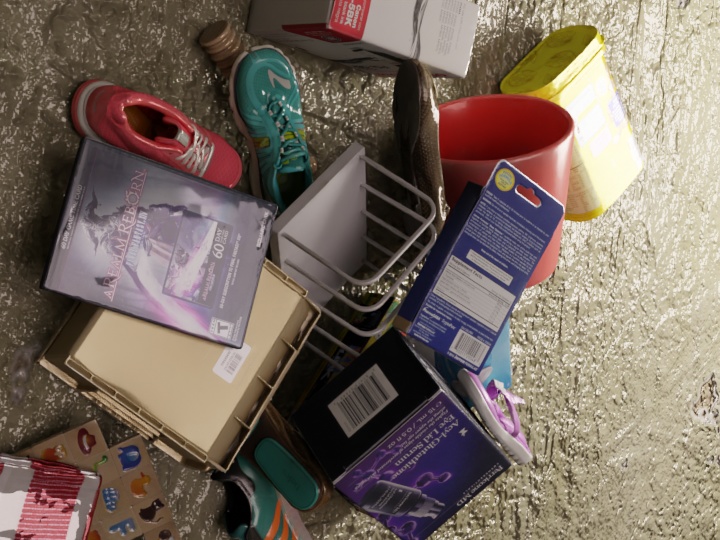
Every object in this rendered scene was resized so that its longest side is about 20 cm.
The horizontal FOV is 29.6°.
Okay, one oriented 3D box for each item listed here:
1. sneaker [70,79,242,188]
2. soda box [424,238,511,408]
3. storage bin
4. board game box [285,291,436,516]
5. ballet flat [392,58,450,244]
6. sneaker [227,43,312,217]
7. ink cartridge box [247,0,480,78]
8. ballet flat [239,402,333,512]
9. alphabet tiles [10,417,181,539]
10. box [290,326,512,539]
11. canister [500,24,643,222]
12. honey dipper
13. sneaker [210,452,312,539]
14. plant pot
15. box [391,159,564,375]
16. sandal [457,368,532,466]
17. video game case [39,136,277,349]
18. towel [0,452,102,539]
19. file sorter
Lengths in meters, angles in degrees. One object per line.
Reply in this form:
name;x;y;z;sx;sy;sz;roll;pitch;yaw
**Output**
sneaker;-0.185;-0.120;1.329;0.199;0.086;0.075;25;81;-40
soda box;0.121;0.053;1.512;0.067;0.064;0.202;-24;130;-22
storage bin;-0.171;0.061;1.328;0.198;0.093;0.201;38;70;-20
board game box;0.017;0.155;1.560;0.165;0.056;0.201;46;67;-34
ballet flat;0.068;-0.124;1.423;0.046;0.067;0.203;-13;114;-18
sneaker;-0.079;-0.135;1.391;0.077;0.080;0.202;-23;124;-15
ink cartridge box;0.004;-0.264;1.430;0.198;0.146;0.084;12;89;-40
ballet flat;-0.098;0.166;1.422;0.068;0.200;0.072;-52;167;20
alphabet tiles;-0.268;0.249;1.323;0.166;0.008;0.202;-23;112;-13
box;0.046;0.178;1.426;0.148;0.105;0.200;-41;139;3
canister;0.270;-0.181;1.709;0.149;0.086;0.201;-45;123;-27
honey dipper;-0.101;-0.175;1.430;0.038;0.038;0.201;-52;129;-22
sneaker;-0.105;0.283;1.468;0.079;0.071;0.202;-28;106;-33
plant pot;0.151;-0.083;1.563;0.199;0.199;0.179;-28;123;-34
box;0.125;-0.005;1.406;0.121;0.032;0.202;31;88;-38
sandal;0.156;0.151;1.505;0.050;0.083;0.203;-35;148;2
video game case;-0.183;-0.023;1.266;0.198;0.019;0.145;19;78;-25
towel;-0.346;0.239;1.255;0.198;0.023;0.146;16;87;-27
file sorter;0.000;0.000;1.421;0.139;0.124;0.201;-47;156;-26
